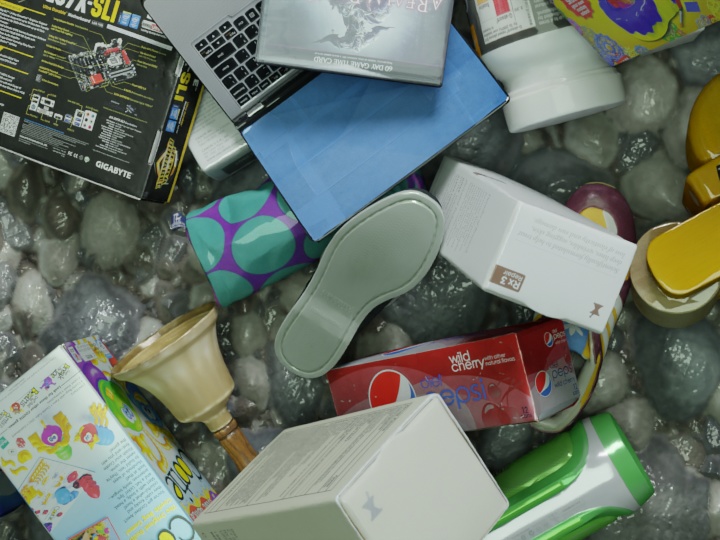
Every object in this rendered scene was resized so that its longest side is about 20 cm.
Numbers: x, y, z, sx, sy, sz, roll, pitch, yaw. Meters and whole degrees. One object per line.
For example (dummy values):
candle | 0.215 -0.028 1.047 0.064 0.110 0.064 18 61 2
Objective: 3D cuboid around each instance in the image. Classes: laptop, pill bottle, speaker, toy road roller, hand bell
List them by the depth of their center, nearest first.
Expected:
laptop | -0.027 -0.167 1.177 0.187 0.116 0.200 -36 121 3
toy road roller | 0.277 -0.062 1.195 0.199 0.123 0.146 -31 76 3
pill bottle | 0.136 -0.215 1.206 0.116 0.116 0.201 -14 90 8
speaker | 0.129 0.193 1.240 0.199 0.088 0.089 -31 88 8
hand bell | -0.107 0.136 1.286 0.104 0.104 0.201 -31 101 8

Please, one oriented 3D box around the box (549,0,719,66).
box | 0.232 -0.264 1.063 0.122 0.200 0.193 45 77 -9

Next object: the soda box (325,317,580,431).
soda box | 0.069 0.088 1.207 0.199 0.063 0.070 -14 91 42

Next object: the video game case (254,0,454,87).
video game case | 0.004 -0.245 1.158 0.142 0.019 0.201 7 93 1

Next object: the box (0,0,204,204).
box | -0.225 -0.159 1.270 0.199 0.049 0.161 19 94 22

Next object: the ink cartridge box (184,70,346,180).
ink cartridge box | -0.100 -0.200 1.283 0.162 0.057 0.201 -31 74 8

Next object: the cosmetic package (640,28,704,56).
cosmetic package | 0.216 -0.273 1.210 0.050 0.083 0.201 -15 91 9

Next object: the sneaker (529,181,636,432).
sneaker | 0.172 0.030 1.225 0.074 0.090 0.201 11 95 7

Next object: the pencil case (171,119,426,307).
pencil case | -0.046 -0.052 1.255 0.199 0.085 0.093 -27 45 7

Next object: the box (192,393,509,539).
box | -0.010 0.185 1.181 0.200 0.128 0.109 -19 109 51

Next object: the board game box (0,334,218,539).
board game box | -0.208 0.166 1.278 0.105 0.103 0.200 -37 87 7

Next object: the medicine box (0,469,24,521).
medicine box | -0.418 0.171 1.308 0.182 0.103 0.200 -35 88 8

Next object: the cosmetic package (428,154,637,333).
cosmetic package | 0.117 -0.024 1.164 0.101 0.200 0.074 20 97 -18

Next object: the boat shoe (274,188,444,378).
boat shoe | 0.000 0.000 1.217 0.076 0.060 0.200 40 122 -8
